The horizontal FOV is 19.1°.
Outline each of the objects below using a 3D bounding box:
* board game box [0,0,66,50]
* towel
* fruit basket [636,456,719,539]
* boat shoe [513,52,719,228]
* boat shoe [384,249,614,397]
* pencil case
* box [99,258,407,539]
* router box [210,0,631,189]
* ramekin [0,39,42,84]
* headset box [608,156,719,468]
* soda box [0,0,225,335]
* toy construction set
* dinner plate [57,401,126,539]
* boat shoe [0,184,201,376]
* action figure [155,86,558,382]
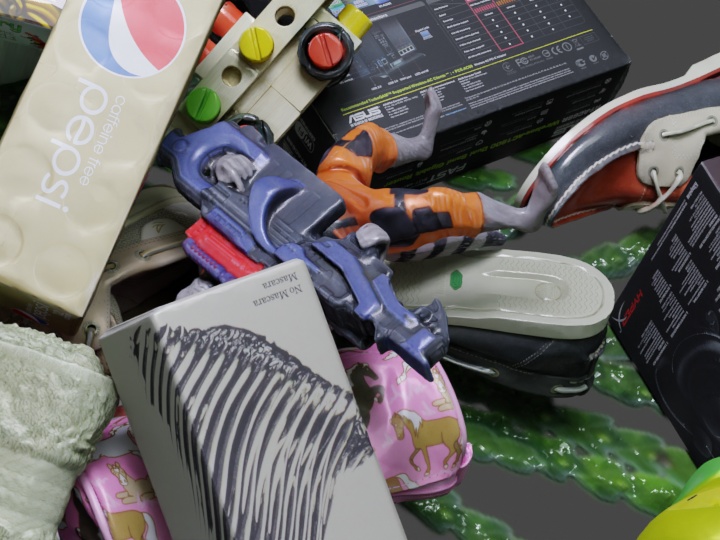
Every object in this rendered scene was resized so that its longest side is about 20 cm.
[{"bbox_3d":[-0.153,-0.211,1.068,0.126,0.035,0.201,14,74,-7],"label":"board game box"},{"bbox_3d":[-0.217,0.075,0.923,0.200,0.036,0.149,19,81,5],"label":"towel"},{"bbox_3d":[0.156,0.161,0.914,0.215,0.155,0.216,-10,64,22],"label":"fruit basket"},{"bbox_3d":[0.171,-0.066,1.208,0.200,0.071,0.063,-27,70,-34],"label":"boat shoe"},{"bbox_3d":[0.028,0.021,1.106,0.199,0.068,0.072,12,45,8],"label":"boat shoe"},{"bbox_3d":[-0.045,0.092,0.999,0.200,0.083,0.087,-18,99,-27],"label":"pencil case"},{"bbox_3d":[-0.035,0.103,0.907,0.082,0.068,0.200,-21,89,-29],"label":"box"},{"bbox_3d":[0.029,-0.128,1.209,0.200,0.062,0.150,-21,65,-27],"label":"router box"},{"bbox_3d":[-0.214,-0.193,1.156,0.200,0.105,0.201,8,55,-12],"label":"ramekin"},{"bbox_3d":[0.225,0.055,1.089,0.077,0.149,0.200,-18,63,-26],"label":"headset box"},{"bbox_3d":[-0.122,-0.075,0.993,0.068,0.064,0.200,24,77,-6],"label":"soda box"},{"bbox_3d":[-0.073,-0.125,1.104,0.131,0.200,0.092,41,13,0],"label":"toy construction set"},{"bbox_3d":[-0.096,0.150,1.007,0.200,0.024,0.201,8,56,-11],"label":"dinner plate"},{"bbox_3d":[-0.138,0.028,1.036,0.065,0.072,0.200,28,49,36],"label":"boat shoe"},{"bbox_3d":[0.000,0.000,1.018,0.193,0.105,0.200,-27,50,-19],"label":"action figure"}]
